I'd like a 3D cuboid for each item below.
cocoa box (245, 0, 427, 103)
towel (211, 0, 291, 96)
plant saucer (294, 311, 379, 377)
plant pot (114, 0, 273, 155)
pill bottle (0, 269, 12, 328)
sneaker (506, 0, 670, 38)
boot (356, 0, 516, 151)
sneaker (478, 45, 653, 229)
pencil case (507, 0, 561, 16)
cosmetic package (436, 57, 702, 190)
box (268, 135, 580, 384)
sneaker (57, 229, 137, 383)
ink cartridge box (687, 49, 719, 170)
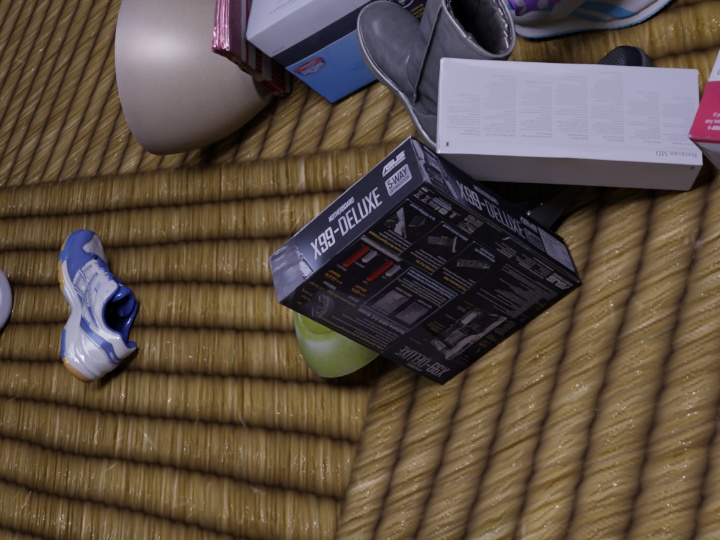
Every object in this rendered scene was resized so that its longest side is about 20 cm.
[{"bbox_3d":[0.003,-0.285,1.347,0.199,0.131,0.135,-22,49,38],"label":"cocoa box"},{"bbox_3d":[-0.112,-0.274,1.401,0.022,0.200,0.146,-2,83,15],"label":"towel"},{"bbox_3d":[0.000,0.000,1.220,0.199,0.031,0.202,-38,33,30],"label":"plant saucer"},{"bbox_3d":[-0.167,-0.230,1.482,0.132,0.201,0.203,0,63,16],"label":"plant pot"},{"bbox_3d":[-0.556,0.052,1.775,0.198,0.110,0.112,-17,54,42],"label":"pill bottle"},{"bbox_3d":[0.194,-0.256,1.155,0.198,0.081,0.077,-9,58,40],"label":"sneaker"},{"bbox_3d":[0.060,-0.207,1.161,0.072,0.200,0.183,-33,74,-11],"label":"boot"},{"bbox_3d":[0.147,-0.117,1.089,0.200,0.114,0.076,-48,29,12],"label":"sneaker"},{"bbox_3d":[0.195,-0.279,1.075,0.198,0.086,0.085,-26,63,10],"label":"pencil case"},{"bbox_3d":[0.157,-0.111,1.025,0.197,0.051,0.084,3,66,1],"label":"cosmetic package"},{"bbox_3d":[0.052,0.000,1.051,0.157,0.199,0.050,-39,45,26],"label":"box"},{"bbox_3d":[-0.292,0.031,1.535,0.087,0.075,0.202,-26,54,20],"label":"sneaker"},{"bbox_3d":[0.334,-0.159,0.932,0.147,0.085,0.202,8,74,50],"label":"ink cartridge box"}]
